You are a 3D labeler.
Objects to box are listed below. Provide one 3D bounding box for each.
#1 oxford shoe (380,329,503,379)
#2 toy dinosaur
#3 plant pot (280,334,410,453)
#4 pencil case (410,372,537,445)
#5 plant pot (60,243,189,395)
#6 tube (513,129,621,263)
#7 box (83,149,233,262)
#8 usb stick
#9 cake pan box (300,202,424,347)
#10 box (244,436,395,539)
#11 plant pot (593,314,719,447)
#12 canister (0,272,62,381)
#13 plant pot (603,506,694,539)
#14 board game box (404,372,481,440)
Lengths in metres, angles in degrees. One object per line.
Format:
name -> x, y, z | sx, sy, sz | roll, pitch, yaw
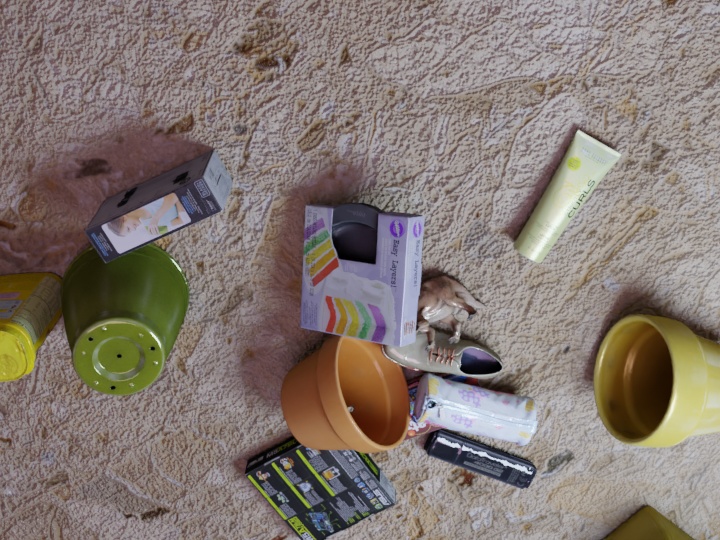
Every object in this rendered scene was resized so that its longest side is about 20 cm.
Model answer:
oxford shoe -> 0.132, 0.130, 1.421 | 0.199, 0.074, 0.071 | 8, 86, -6
toy dinosaur -> 0.102, 0.045, 1.395 | 0.199, 0.136, 0.086 | -17, 149, -15
plant pot -> -0.032, 0.200, 1.417 | 0.140, 0.200, 0.200 | -22, 114, 29
pencil case -> 0.184, 0.225, 1.446 | 0.199, 0.091, 0.084 | 14, 76, -10
plant pot -> -0.358, 0.083, 1.339 | 0.199, 0.193, 0.201 | -4, 117, -9
tube -> 0.300, -0.106, 1.331 | 0.058, 0.052, 0.200 | 10, 118, -48
box -> -0.295, -0.096, 1.317 | 0.199, 0.117, 0.060 | -22, 115, 10
usb stick -> 0.207, 0.325, 1.546 | 0.199, 0.033, 0.056 | 21, 107, -8
cake pan box -> 0.000, 0.000, 1.320 | 0.183, 0.052, 0.201 | 10, 101, 29
box -> -0.069, 0.373, 1.570 | 0.193, 0.048, 0.200 | -30, 112, 17
plant pot -> 0.497, 0.176, 1.388 | 0.188, 0.201, 0.202 | 7, 117, -19
canister -> -0.543, 0.082, 1.360 | 0.148, 0.200, 0.087 | -4, 115, 4
plant pot -> 0.518, 0.538, 1.557 | 0.200, 0.177, 0.200 | 37, 111, -15
board game box -> 0.108, 0.227, 1.509 | 0.199, 0.019, 0.103 | -21, 114, 11
